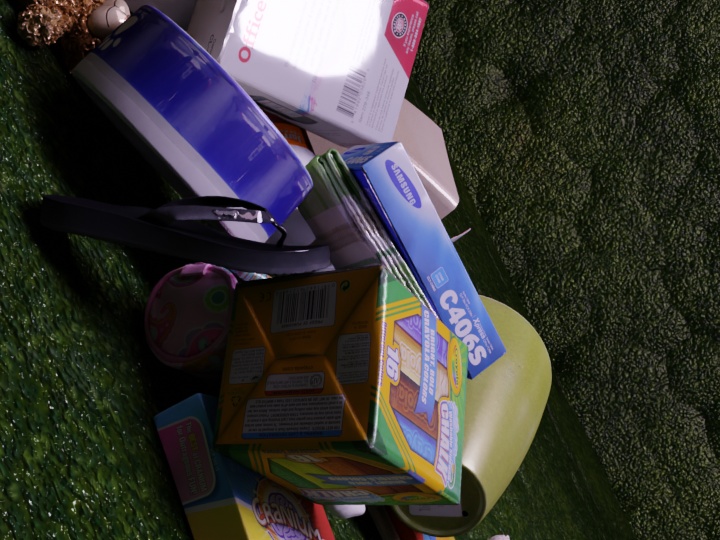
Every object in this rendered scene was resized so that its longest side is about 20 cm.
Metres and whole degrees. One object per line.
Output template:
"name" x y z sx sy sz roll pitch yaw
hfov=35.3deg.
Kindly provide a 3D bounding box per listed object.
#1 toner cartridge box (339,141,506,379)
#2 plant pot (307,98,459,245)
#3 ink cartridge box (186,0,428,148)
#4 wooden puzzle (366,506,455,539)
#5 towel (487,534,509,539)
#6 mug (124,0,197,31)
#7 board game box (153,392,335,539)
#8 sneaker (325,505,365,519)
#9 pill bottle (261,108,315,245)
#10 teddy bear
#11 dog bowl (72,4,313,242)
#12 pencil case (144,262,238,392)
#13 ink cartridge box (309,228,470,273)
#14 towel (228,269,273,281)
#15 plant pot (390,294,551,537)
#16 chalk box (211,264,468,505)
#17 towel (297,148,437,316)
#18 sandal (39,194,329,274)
"toner cartridge box" 0.043 -0.009 0.953 0.202 0.043 0.095 62 -20 -16
"plant pot" -0.030 -0.120 1.261 0.177 0.199 0.201 45 19 -24
"ink cartridge box" -0.048 -0.213 1.028 0.198 0.150 0.085 21 -6 -36
"wooden puzzle" 0.048 0.240 1.147 0.202 0.037 0.185 67 14 19
"towel" 0.062 0.281 0.914 0.035 0.132 0.200 57 14 3
"mug" -0.146 -0.311 1.068 0.199 0.176 0.148 38 11 -9
"board game box" -0.064 0.194 0.804 0.202 0.040 0.153 67 14 19
"sneaker" -0.017 0.152 1.034 0.201 0.069 0.081 -67 137 -66
"pill bottle" -0.104 -0.118 1.109 0.113 0.112 0.202 36 29 -62
"teddy bear" -0.249 -0.240 0.904 0.201 0.066 0.145 57 16 -18
"dog bowl" -0.131 -0.109 0.899 0.200 0.079 0.200 45 -7 7
"pencil case" -0.085 0.061 0.885 0.200 0.087 0.088 39 26 -57
"ink cartridge box" 0.007 -0.005 1.117 0.048 0.198 0.160 60 13 1
"towel" -0.058 0.024 0.946 0.199 0.022 0.146 35 -6 -23
"plant pot" 0.086 0.154 1.090 0.188 0.185 0.201 57 26 -20
"chalk box" 0.002 0.097 0.815 0.200 0.123 0.126 43 47 -53
"towel" 0.000 0.000 0.964 0.202 0.030 0.149 59 -18 -4
"sandal" -0.115 -0.032 0.759 0.076 0.197 0.044 -118 -140 -83
